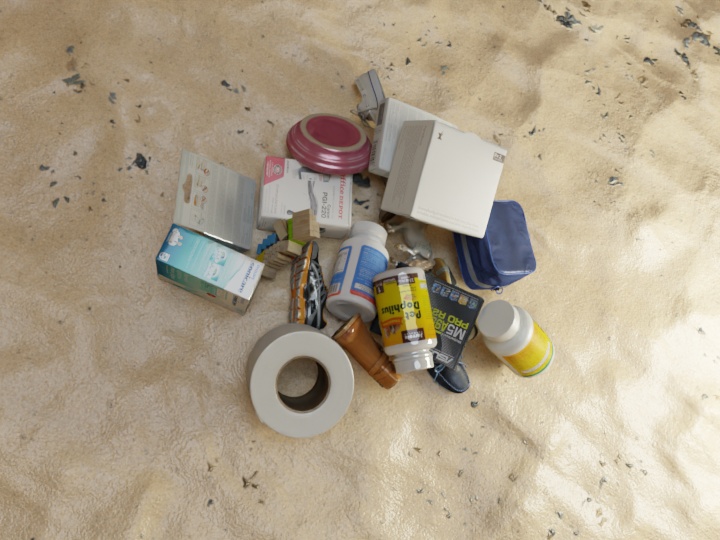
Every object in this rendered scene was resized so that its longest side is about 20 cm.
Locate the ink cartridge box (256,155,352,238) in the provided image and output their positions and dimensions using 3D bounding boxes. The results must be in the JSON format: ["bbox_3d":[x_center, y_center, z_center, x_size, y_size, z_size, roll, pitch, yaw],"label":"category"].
[{"bbox_3d":[-0.120,-0.158,1.605,0.197,0.085,0.148,6,72,-14],"label":"ink cartridge box"}]

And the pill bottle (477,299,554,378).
[{"bbox_3d":[0.327,0.142,1.556,0.200,0.112,0.114,40,61,-44],"label":"pill bottle"}]

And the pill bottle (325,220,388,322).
[{"bbox_3d":[0.000,0.000,1.566,0.111,0.112,0.202,19,62,-7],"label":"pill bottle"}]

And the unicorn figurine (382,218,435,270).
[{"bbox_3d":[0.117,-0.085,1.650,0.136,0.074,0.203,-6,77,-24],"label":"unicorn figurine"}]

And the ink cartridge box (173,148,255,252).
[{"bbox_3d":[-0.307,-0.140,1.518,0.199,0.047,0.162,20,66,-46],"label":"ink cartridge box"}]

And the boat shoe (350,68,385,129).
[{"bbox_3d":[0.020,-0.375,1.705,0.085,0.075,0.204,-20,65,12],"label":"boat shoe"}]

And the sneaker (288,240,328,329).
[{"bbox_3d":[-0.105,0.035,1.562,0.076,0.078,0.203,10,75,-23],"label":"sneaker"}]

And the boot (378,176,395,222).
[{"bbox_3d":[0.071,-0.220,1.685,0.200,0.070,0.146,-41,80,-22],"label":"boot"}]

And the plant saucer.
[{"bbox_3d":[-0.064,-0.289,1.625,0.198,0.051,0.202,10,41,-9],"label":"plant saucer"}]

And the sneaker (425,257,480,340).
[{"bbox_3d":[0.204,0.068,1.632,0.087,0.075,0.202,7,59,-43],"label":"sneaker"}]

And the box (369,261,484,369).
[{"bbox_3d":[0.140,0.094,1.539,0.198,0.044,0.162,24,88,13],"label":"box"}]

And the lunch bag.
[{"bbox_3d":[0.295,-0.046,1.649,0.134,0.132,0.203,0,73,-31],"label":"lunch bag"}]

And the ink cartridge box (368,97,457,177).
[{"bbox_3d":[0.120,-0.275,1.636,0.198,0.047,0.162,14,79,-32],"label":"ink cartridge box"}]

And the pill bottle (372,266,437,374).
[{"bbox_3d":[0.091,0.100,1.469,0.108,0.109,0.203,-8,81,-16],"label":"pill bottle"}]

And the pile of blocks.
[{"bbox_3d":[-0.158,-0.053,1.548,0.199,0.062,0.083,-37,60,20],"label":"pile of blocks"}]

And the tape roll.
[{"bbox_3d":[-0.122,0.211,1.436,0.200,0.139,0.206,-1,93,-12],"label":"tape roll"}]

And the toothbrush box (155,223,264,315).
[{"bbox_3d":[-0.303,0.002,1.479,0.198,0.146,0.086,23,70,-7],"label":"toothbrush box"}]

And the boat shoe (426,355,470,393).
[{"bbox_3d":[0.164,0.182,1.579,0.084,0.069,0.200,-41,86,-21],"label":"boat shoe"}]

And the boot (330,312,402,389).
[{"bbox_3d":[0.021,0.169,1.479,0.074,0.200,0.155,-41,77,2],"label":"boot"}]

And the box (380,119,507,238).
[{"bbox_3d":[0.176,-0.193,1.552,0.197,0.130,0.202,14,93,-29],"label":"box"}]
